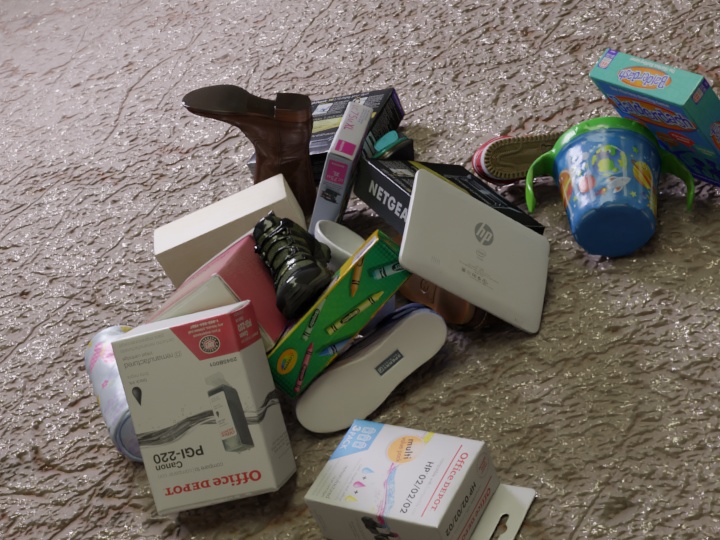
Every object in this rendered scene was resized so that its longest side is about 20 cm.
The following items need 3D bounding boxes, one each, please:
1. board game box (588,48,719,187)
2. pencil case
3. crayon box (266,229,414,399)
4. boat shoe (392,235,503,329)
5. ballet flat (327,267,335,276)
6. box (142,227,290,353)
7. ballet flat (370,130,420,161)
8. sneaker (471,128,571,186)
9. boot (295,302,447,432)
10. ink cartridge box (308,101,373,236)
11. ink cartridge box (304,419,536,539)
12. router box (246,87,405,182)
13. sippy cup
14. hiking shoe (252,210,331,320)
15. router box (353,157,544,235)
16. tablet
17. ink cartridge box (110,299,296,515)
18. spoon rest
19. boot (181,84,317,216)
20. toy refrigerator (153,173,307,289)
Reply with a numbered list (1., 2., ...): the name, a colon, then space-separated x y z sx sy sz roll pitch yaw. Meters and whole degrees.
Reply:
1. board game box: 0.381 -0.175 1.468 0.045 0.200 0.152 -53 40 -4
2. pencil case: -0.279 0.146 1.506 0.091 0.083 0.200 -34 36 -5
3. crayon box: -0.026 0.047 1.410 0.200 0.058 0.119 -47 4 6
4. boat shoe: 0.103 0.016 1.492 0.070 0.071 0.200 4 24 -32
5. ballet flat: -0.107 0.019 1.594 0.200 0.065 0.071 -24 32 -3
6. box: -0.158 0.047 1.464 0.128 0.109 0.200 -36 9 17
7. ballet flat: 0.052 -0.149 1.688 0.073 0.073 0.200 -19 11 5
8. sneaker: 0.244 -0.148 1.617 0.199 0.071 0.112 -1 2 -10
9. boot: 0.010 0.112 1.423 0.200 0.073 0.090 -34 10 -4
10. ink cartridge box: -0.032 -0.112 1.648 0.042 0.200 0.119 20 44 0
11. ink cartridge box: 0.060 0.224 1.232 0.200 0.068 0.115 5 44 33
12. router box: -0.051 -0.198 1.849 0.200 0.052 0.157 -4 39 31
13. sippy cup: 0.299 -0.092 1.475 0.178 0.140 0.131 -26 42 30
14. hiking shoe: -0.091 -0.011 1.440 0.076 0.101 0.200 -47 11 11
15. router box: 0.107 -0.076 1.531 0.157 0.052 0.200 2 25 -31
16. tablet: 0.134 -0.022 1.399 0.014 0.200 0.130 -28 42 50
17. ink cartridge box: -0.168 0.149 1.332 0.145 0.200 0.085 -14 6 13
18. spoon rest: 0.000 0.000 1.540 0.061 0.099 0.200 -50 39 24
19. boot: -0.152 -0.158 1.720 0.186 0.200 0.064 8 44 7
20. toy refrigerator: -0.181 -0.053 1.707 0.200 0.076 0.070 -24 37 7
